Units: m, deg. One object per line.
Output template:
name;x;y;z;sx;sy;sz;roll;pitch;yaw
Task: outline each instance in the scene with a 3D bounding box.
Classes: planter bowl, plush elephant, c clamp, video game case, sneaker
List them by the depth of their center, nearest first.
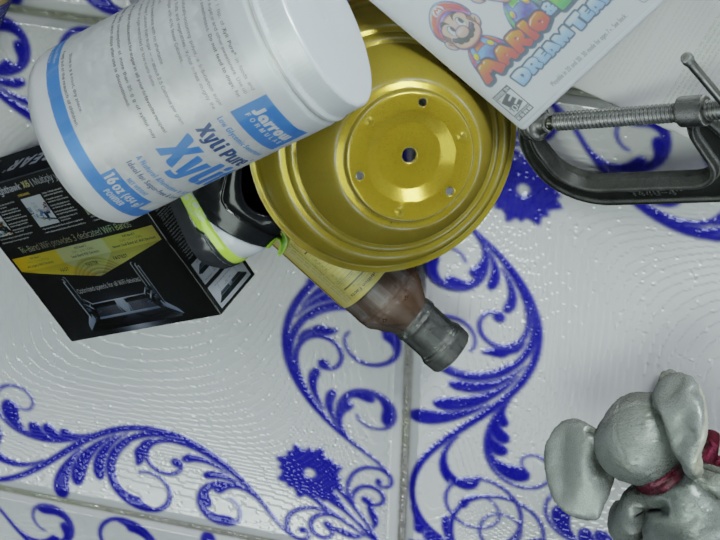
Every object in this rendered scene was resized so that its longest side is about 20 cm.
video game case;0.099;-0.206;1.251;0.182;0.024;0.200;39;134;-9
c clamp;0.187;-0.095;1.338;0.199;0.027;0.171;-5;148;42
planter bowl;0.026;-0.087;1.347;0.199;0.083;0.202;-3;104;-13
sneaker;-0.110;-0.098;1.402;0.082;0.072;0.201;-24;101;21
plush elephant;0.235;0.148;1.466;0.164;0.200;0.156;-17;99;35

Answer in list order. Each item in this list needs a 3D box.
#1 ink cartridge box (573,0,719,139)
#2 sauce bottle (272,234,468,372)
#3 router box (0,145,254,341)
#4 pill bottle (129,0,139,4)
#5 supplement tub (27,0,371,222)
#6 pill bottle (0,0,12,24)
ink cartridge box;0.247;-0.155;1.312;0.199;0.048;0.146;24;128;-7
sauce bottle;0.000;0.000;1.490;0.200;0.065;0.065;43;126;-15
router box;-0.199;-0.029;1.505;0.199;0.052;0.158;-10;122;45
pill bottle;-0.114;-0.273;1.305;0.112;0.113;0.201;16;127;7
supplement tub;-0.108;-0.126;1.283;0.199;0.132;0.132;-24;114;21
pill bottle;-0.333;-0.179;1.442;0.112;0.112;0.200;32;128;-6
